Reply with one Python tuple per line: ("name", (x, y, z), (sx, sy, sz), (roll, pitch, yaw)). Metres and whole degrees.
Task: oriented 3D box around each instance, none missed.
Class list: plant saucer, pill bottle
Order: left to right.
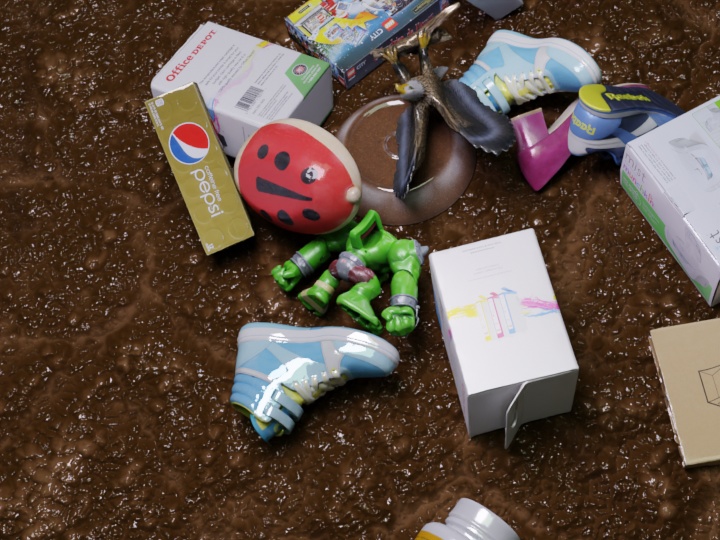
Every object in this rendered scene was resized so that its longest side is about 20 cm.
("plant saucer", (0.051, -0.155, 1.393), (0.196, 0.037, 0.204), (-3, 61, 6))
("pill bottle", (0.078, 0.335, 1.086), (0.108, 0.110, 0.201), (30, 70, 22))

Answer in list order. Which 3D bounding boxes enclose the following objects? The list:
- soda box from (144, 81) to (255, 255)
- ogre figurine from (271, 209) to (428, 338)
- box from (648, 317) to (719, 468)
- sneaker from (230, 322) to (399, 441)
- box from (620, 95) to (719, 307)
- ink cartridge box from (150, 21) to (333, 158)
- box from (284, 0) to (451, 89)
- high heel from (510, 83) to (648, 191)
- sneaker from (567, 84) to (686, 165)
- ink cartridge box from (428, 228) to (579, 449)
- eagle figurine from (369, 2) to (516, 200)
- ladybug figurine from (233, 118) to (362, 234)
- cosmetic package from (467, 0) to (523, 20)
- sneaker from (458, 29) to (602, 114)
("soda box", (-0.197, -0.127, 1.335), (0.067, 0.064, 0.203), (-22, 100, -2))
("ogre figurine", (0.000, 0.000, 1.278), (0.198, 0.098, 0.121), (9, 58, 50))
("box", (0.436, 0.125, 1.197), (0.196, 0.021, 0.166), (-10, 61, 3))
("sneaker", (-0.057, 0.135, 1.224), (0.196, 0.080, 0.133), (2, 61, 20))
("box", (0.435, -0.092, 1.270), (0.174, 0.097, 0.202), (-27, 62, -6))
("ink cartridge box", (-0.155, -0.230, 1.422), (0.197, 0.085, 0.146), (21, 55, 18))
("box", (0.011, -0.360, 1.506), (0.199, 0.038, 0.137), (-39, 64, -13))
("high heel", (0.288, -0.174, 1.367), (0.197, 0.067, 0.098), (-19, 92, -17))
("sneaker", (0.332, -0.177, 1.326), (0.197, 0.083, 0.074), (0, 34, -31))
("ink cartridge box", (0.161, 0.082, 1.199), (0.123, 0.129, 0.203), (-14, 62, 0))
("eagle figurine", (0.086, -0.197, 1.318), (0.149, 0.152, 0.203), (-15, 77, -29))
("ladybug figurine", (-0.081, -0.107, 1.277), (0.198, 0.138, 0.071), (14, 26, 41))
("cosmetic package", (0.140, -0.457, 1.458), (0.051, 0.150, 0.203), (-26, 69, 27))
("sneaker", (0.205, -0.230, 1.368), (0.131, 0.080, 0.199), (-48, 35, -12))
